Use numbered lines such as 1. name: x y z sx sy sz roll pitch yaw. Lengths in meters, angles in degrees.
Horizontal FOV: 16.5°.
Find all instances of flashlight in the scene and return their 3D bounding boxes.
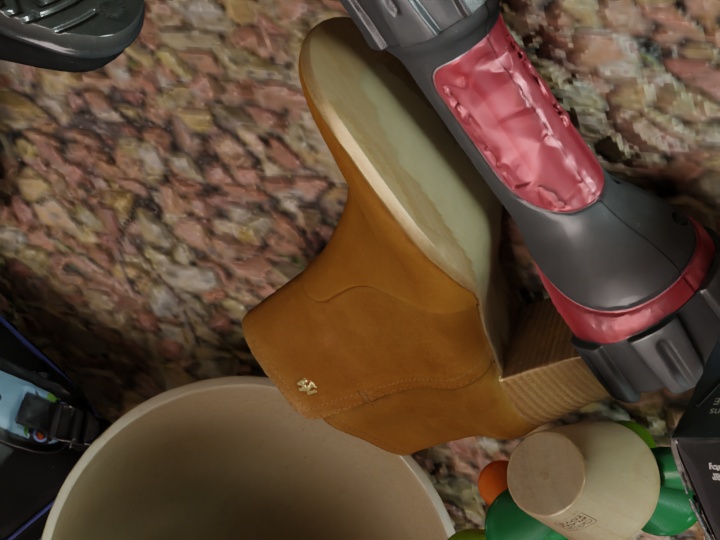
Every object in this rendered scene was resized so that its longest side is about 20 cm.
1. flashlight: 0.064 -0.045 0.870 0.067 0.068 0.200 -27 116 18

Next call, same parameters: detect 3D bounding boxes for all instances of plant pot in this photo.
1. plant pot: -0.074 0.162 1.113 0.187 0.188 0.200 36 155 -6

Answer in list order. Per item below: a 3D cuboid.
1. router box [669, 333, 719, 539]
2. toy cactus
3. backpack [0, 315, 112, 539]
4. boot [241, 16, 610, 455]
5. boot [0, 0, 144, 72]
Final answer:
1. router box: 0.214 0.024 0.776 0.199 0.150 0.062 -2 131 34
2. toy cactus: 0.102 0.091 0.934 0.199 0.103 0.165 -10 167 28
3. backpack: -0.238 0.069 1.104 0.200 0.183 0.135 46 158 3
4. boot: 0.001 0.000 0.951 0.144 0.071 0.201 -18 126 40
5. boot: -0.162 -0.066 0.990 0.164 0.066 0.201 29 139 16
